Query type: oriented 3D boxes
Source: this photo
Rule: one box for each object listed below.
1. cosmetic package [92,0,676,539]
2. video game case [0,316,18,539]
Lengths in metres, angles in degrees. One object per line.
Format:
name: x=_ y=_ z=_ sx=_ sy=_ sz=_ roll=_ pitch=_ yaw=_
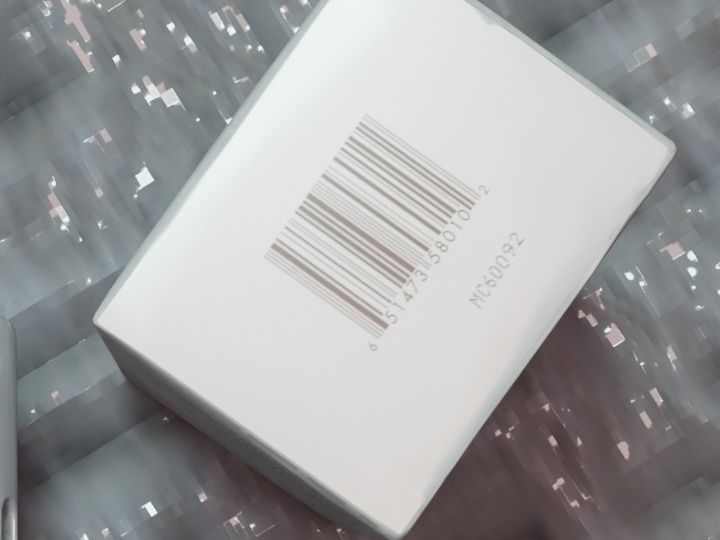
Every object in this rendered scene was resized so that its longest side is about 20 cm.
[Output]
cosmetic package: x=0.000 y=0.000 z=0.690 sx=0.085 sy=0.200 sz=0.108 roll=35 pitch=86 yaw=1
video game case: x=-0.183 y=0.107 z=0.725 sx=0.200 sy=0.022 sz=0.182 roll=-4 pitch=80 yaw=11
